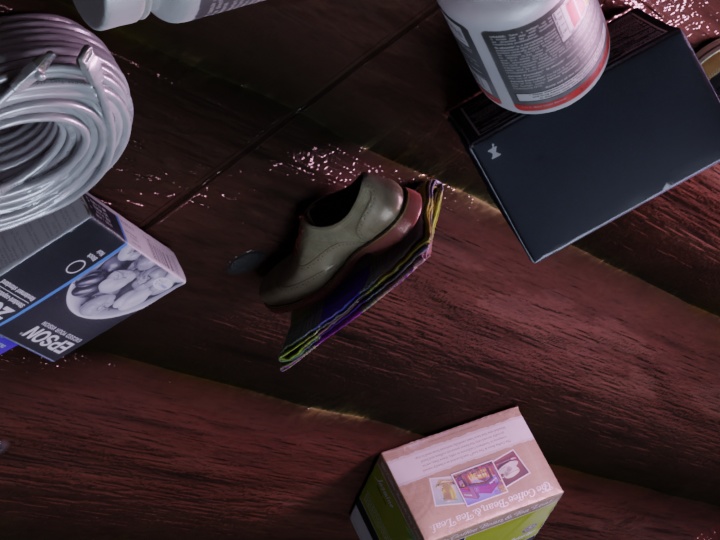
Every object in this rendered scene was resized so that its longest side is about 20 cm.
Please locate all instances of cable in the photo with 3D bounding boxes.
[{"bbox_3d":[-0.263,-0.101,1.547,0.200,0.069,0.200,-27,157,2],"label":"cable"}]

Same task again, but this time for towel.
[{"bbox_3d":[0.000,0.000,1.985,0.200,0.144,0.023,-38,109,24],"label":"towel"}]

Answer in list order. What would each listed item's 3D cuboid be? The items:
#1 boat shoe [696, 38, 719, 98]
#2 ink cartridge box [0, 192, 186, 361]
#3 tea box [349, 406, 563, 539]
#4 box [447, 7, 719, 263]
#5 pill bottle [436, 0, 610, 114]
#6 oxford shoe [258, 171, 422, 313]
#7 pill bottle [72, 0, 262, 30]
[{"bbox_3d":[0.374,-0.167,2.091,0.075,0.062,0.200,-34,157,11],"label":"boat shoe"},{"bbox_3d":[-0.274,0.019,1.811,0.200,0.043,0.198,-30,157,9],"label":"ink cartridge box"},{"bbox_3d":[0.117,0.294,2.666,0.200,0.134,0.197,-17,155,-24],"label":"tea box"},{"bbox_3d":[0.194,-0.118,1.817,0.200,0.123,0.198,-29,-169,4],"label":"box"},{"bbox_3d":[0.119,-0.215,1.646,0.116,0.116,0.200,-29,149,3],"label":"pill bottle"},{"bbox_3d":[-0.035,-0.031,1.958,0.075,0.071,0.200,32,127,-29],"label":"oxford shoe"},{"bbox_3d":[-0.094,-0.228,1.410,0.200,0.113,0.113,-19,155,-21],"label":"pill bottle"}]
